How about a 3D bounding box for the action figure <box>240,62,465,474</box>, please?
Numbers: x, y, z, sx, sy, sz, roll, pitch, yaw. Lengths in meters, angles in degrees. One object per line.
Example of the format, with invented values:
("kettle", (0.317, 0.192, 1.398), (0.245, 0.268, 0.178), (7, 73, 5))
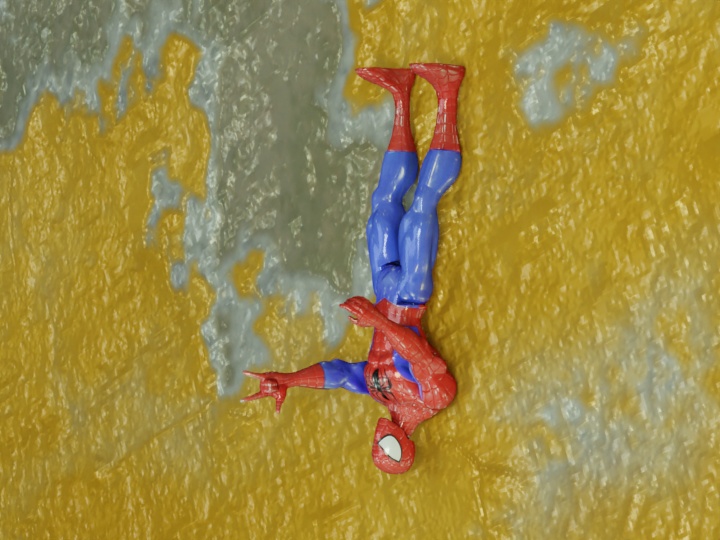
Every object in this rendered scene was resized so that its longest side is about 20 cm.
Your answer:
("action figure", (0.000, 0.000, 1.228), (0.065, 0.099, 0.200), (0, 91, 52))
